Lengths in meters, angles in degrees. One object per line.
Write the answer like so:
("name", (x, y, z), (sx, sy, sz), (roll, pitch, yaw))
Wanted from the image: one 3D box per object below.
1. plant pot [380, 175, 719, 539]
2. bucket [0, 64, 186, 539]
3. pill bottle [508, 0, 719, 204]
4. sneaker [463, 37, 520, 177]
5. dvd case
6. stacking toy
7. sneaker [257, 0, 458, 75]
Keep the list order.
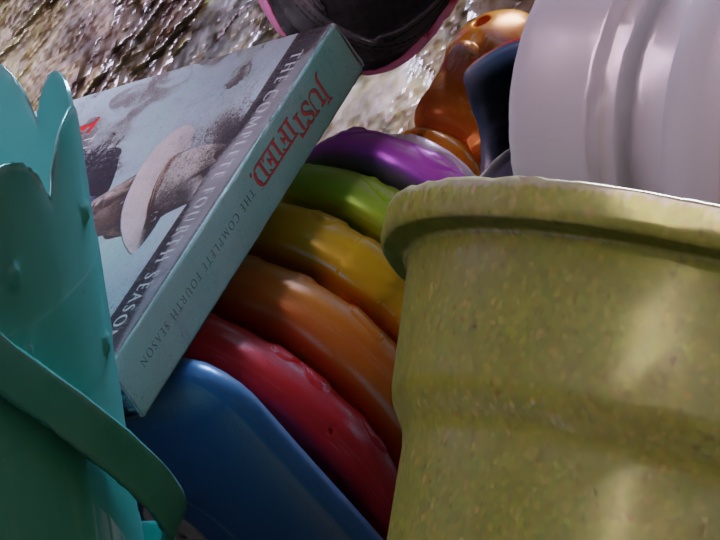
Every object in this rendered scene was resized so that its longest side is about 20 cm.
("plant pot", (0.072, 0.102, 0.556), (0.200, 0.200, 0.185), (6, 74, 53))
("bucket", (-0.142, 0.043, 0.638), (0.206, 0.135, 0.207), (-10, 16, 3))
("pill bottle", (0.136, -0.027, 0.606), (0.199, 0.113, 0.113), (10, 66, 38))
("sneaker", (0.051, 0.021, 0.731), (0.075, 0.084, 0.200), (-32, 38, 28))
("dvd case", (-0.105, 0.000, 0.808), (0.200, 0.022, 0.146), (-11, 35, 39))
("stacking toy", (0.000, 0.000, 0.816), (0.116, 0.110, 0.200), (-2, 46, 50))
("sneaker", (0.028, -0.152, 0.807), (0.201, 0.079, 0.095), (-68, 12, -10))
